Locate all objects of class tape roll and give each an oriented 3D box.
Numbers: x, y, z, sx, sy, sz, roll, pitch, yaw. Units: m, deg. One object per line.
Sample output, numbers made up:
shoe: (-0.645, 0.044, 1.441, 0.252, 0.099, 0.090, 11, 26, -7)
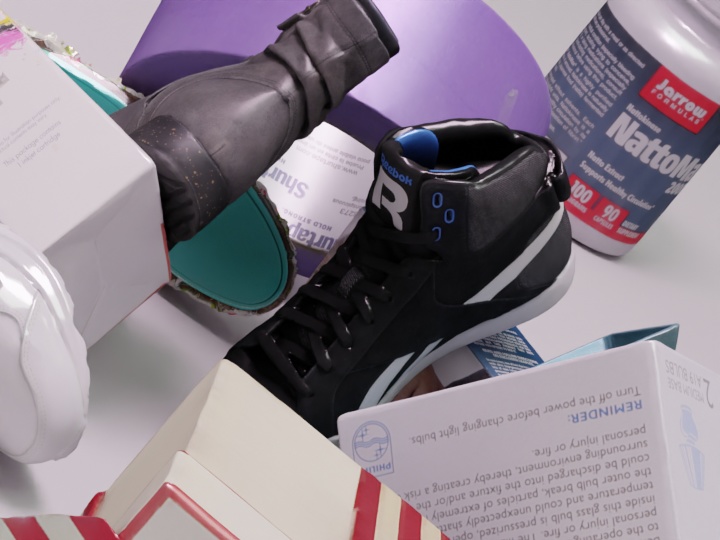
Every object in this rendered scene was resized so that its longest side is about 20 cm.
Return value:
tape roll: (-0.014, -0.076, 1.383, 0.200, 0.200, 0.085, 33, 63, -16)

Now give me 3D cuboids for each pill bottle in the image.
pill bottle: (0.192, -0.120, 1.883, 0.119, 0.200, 0.120, 34, 19, -13)

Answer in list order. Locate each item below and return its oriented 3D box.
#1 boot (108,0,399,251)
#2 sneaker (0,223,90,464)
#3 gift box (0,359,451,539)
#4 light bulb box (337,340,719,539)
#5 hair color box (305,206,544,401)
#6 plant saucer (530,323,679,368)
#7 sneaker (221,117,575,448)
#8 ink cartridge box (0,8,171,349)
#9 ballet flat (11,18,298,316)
boot: (-0.057, -0.066, 1.245, 0.070, 0.132, 0.200, 55, -18, -15)
sneaker: (-0.188, 0.004, 1.087, 0.200, 0.078, 0.099, 48, 44, 9)
gift box: (-0.053, 0.148, 0.819, 0.200, 0.185, 0.187, 35, 11, -6)
light bulb box: (0.098, 0.151, 1.001, 0.198, 0.125, 0.200, 24, 55, -58)
hair color box: (0.039, 0.074, 1.283, 0.060, 0.100, 0.200, 15, 29, -45)
plant saucer: (0.038, 0.067, 1.176, 0.019, 0.200, 0.070, 70, -21, -2)
sneaker: (0.000, 0.000, 1.206, 0.073, 0.200, 0.112, 43, -24, 37)
ink cartridge box: (-0.171, -0.066, 1.190, 0.200, 0.067, 0.117, 45, -17, 18)
ballet flat: (-0.112, -0.054, 1.355, 0.200, 0.076, 0.064, 40, -2, -7)
